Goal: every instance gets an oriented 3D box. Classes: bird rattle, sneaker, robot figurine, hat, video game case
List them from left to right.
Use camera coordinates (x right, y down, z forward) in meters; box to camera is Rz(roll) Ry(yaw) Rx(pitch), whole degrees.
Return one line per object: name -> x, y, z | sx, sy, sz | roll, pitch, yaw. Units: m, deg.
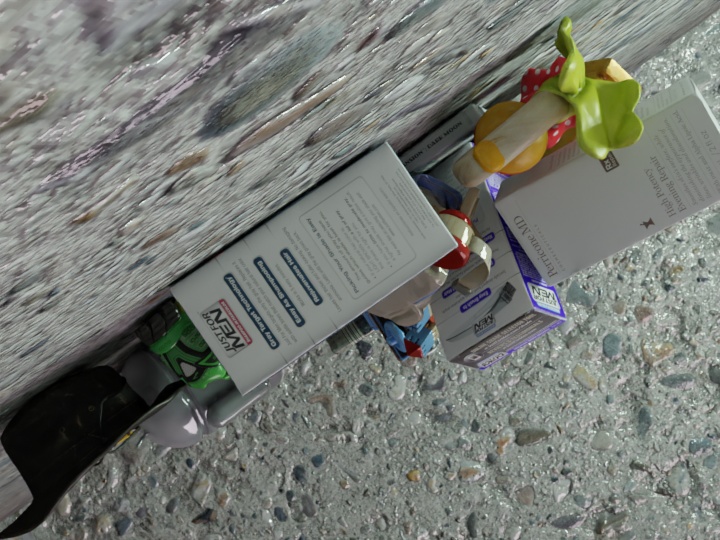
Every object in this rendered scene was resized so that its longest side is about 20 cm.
hat -> -0.247, 0.135, 0.817 | 0.201, 0.081, 0.201 | -40, -175, 5
robot figurine -> -0.161, 0.104, 0.980 | 0.200, 0.113, 0.170 | -34, -147, -21
sneaker -> -0.126, 0.057, 0.864 | 0.078, 0.085, 0.200 | -36, 179, 22
video game case -> 0.056, -0.106, 0.980 | 0.182, 0.023, 0.200 | -36, 179, 14
bird rattle -> 0.143, -0.135, 0.831 | 0.163, 0.113, 0.200 | -37, -169, -6

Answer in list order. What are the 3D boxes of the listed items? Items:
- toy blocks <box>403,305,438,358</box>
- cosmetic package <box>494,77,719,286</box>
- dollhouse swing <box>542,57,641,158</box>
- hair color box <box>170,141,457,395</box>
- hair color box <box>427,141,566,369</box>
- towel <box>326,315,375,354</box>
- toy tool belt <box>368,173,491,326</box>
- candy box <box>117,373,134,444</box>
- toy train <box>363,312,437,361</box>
toy blocks -> 0.075, 0.009, 1.114 | 0.137, 0.100, 0.200 | -50, 148, -28
cosmetic package -> 0.233, -0.078, 0.868 | 0.200, 0.102, 0.074 | -31, -168, 23
dollhouse swing -> 0.259, -0.098, 1.066 | 0.200, 0.176, 0.182 | -63, -163, -2
hair color box -> -0.035, -0.001, 0.744 | 0.200, 0.100, 0.061 | -34, 179, -5
hair color box -> 0.117, -0.015, 0.961 | 0.065, 0.200, 0.109 | 19, 136, -43
towel -> 0.009, 0.018, 1.440 | 0.193, 0.035, 0.200 | -35, -140, 4
toy tool belt -> 0.055, -0.039, 0.892 | 0.200, 0.125, 0.123 | -37, -154, 59
candy box -> -0.234, 0.129, 1.070 | 0.200, 0.026, 0.102 | -34, -150, -34
toy train -> 0.031, 0.023, 1.241 | 0.087, 0.200, 0.114 | -35, -171, -16
